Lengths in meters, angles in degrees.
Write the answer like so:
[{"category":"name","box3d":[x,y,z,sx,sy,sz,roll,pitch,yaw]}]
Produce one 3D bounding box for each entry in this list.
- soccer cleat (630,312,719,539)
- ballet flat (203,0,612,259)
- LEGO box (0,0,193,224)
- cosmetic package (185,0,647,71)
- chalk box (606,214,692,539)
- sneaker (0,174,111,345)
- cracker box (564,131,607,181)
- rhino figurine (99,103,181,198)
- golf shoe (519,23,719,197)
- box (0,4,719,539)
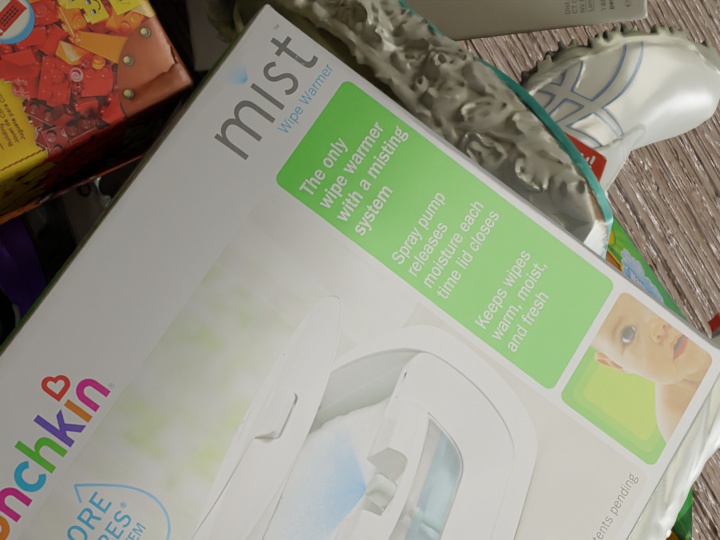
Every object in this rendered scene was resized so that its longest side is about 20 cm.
[{"category":"soccer cleat","box3d":[0.099,0.083,0.887,0.199,0.069,0.078,-27,78,-37]},{"category":"ballet flat","box3d":[0.006,-0.050,0.759,0.072,0.072,0.200,34,12,-46]},{"category":"LEGO box","box3d":[-0.165,-0.099,0.685,0.148,0.077,0.201,-28,85,-22]},{"category":"cosmetic package","box3d":[0.021,-0.146,1.017,0.104,0.198,0.074,-99,-178,-67]},{"category":"chalk box","box3d":[0.073,0.041,1.054,0.125,0.123,0.201,50,28,-26]},{"category":"sneaker","box3d":[-0.165,-0.055,0.759,0.099,0.070,0.201,-22,64,-30]},{"category":"cracker box","box3d":[0.000,0.000,0.813,0.133,0.058,0.201,30,42,-6]},{"category":"rhino figurine","box3d":[-0.099,-0.059,0.886,0.088,0.060,0.200,61,5,28]},{"category":"golf shoe","box3d":[0.084,-0.045,0.988,0.199,0.078,0.098,-13,64,-28]},{"category":"box","box3d":[-0.023,0.060,0.664,0.176,0.097,0.201,38,62,-4]}]
